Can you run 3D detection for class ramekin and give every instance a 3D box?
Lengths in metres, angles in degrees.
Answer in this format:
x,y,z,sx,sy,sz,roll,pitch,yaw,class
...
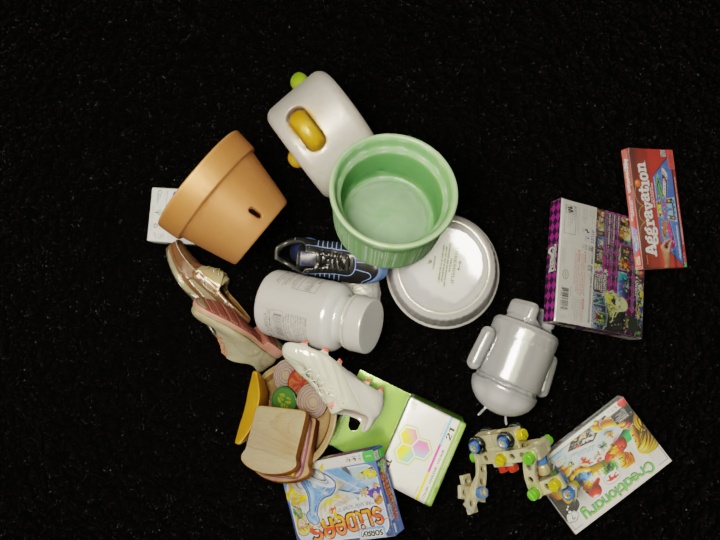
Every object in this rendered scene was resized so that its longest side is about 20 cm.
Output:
x,y,z,sx,sy,sz,roll,pitch,yaw,class
0.139,-0.003,1.128,0.199,0.094,0.206,-1,84,6,ramekin
0.047,-0.102,1.039,0.196,0.098,0.203,2,64,-4,ramekin

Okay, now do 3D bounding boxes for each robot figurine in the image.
x,y,z,sx,sy,sz,roll,pitch,yaw,class
0.251,0.151,1.092,0.168,0.113,0.203,22,87,-19,robot figurine

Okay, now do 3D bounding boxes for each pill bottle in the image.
x,y,z,sx,sy,sz,roll,pitch,yaw,class
-0.067,0.071,1.105,0.197,0.114,0.116,11,86,27,pill bottle

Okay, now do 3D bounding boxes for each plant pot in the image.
x,y,z,sx,sy,sz,roll,pitch,yaw,class
-0.215,-0.106,1.097,0.140,0.200,0.201,41,90,-8,plant pot

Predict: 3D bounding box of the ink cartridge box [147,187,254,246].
x,y,z,sx,sy,sz,roll,pitch,yaw,class
-0.284,-0.094,1.209,0.196,0.039,0.101,5,85,8,ink cartridge box

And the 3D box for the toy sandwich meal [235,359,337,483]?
x,y,z,sx,sy,sz,roll,pitch,yaw,class
-0.131,0.248,1.116,0.202,0.070,0.209,-9,69,22,toy sandwich meal

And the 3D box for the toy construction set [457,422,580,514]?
x,y,z,sx,sy,sz,roll,pitch,yaw,class
0.241,0.321,1.076,0.198,0.092,0.133,-25,89,32,toy construction set

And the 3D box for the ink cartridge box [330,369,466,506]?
x,y,z,sx,sy,sz,roll,pitch,yaw,class
0.057,0.277,1.119,0.198,0.076,0.150,24,87,6,ink cartridge box

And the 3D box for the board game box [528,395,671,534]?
x,y,z,sx,sy,sz,roll,pitch,yaw,class
0.392,0.320,1.102,0.199,0.035,0.127,-38,82,2,board game box

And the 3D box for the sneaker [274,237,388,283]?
x,y,z,sx,sy,sz,roll,pitch,yaw,class
-0.052,-0.014,1.096,0.197,0.077,0.071,9,102,33,sneaker

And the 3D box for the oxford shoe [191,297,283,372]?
x,y,z,sx,sy,sz,roll,pitch,yaw,class
-0.214,0.116,1.119,0.074,0.071,0.200,-47,126,4,oxford shoe

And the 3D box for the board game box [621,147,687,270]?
x,y,z,sx,sy,sz,roll,pitch,yaw,class
0.493,-0.103,1.117,0.101,0.019,0.204,-2,84,-22,board game box

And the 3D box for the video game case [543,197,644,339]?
x,y,z,sx,sy,sz,roll,pitch,yaw,class
0.384,0.000,1.086,0.178,0.036,0.204,10,78,-20,video game case

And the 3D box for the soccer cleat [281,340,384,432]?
x,y,z,sx,sy,sz,roll,pitch,yaw,class
-0.047,0.185,1.075,0.199,0.069,0.078,35,62,-14,soccer cleat

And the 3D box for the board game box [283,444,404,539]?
x,y,z,sx,sy,sz,roll,pitch,yaw,class
-0.035,0.374,1.099,0.198,0.034,0.138,-21,81,30,board game box

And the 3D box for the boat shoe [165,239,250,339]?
x,y,z,sx,sy,sz,roll,pitch,yaw,class
-0.264,0.029,1.178,0.073,0.076,0.201,-34,92,5,boat shoe

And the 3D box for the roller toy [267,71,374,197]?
x,y,z,sx,sy,sz,roll,pitch,yaw,class
-0.064,-0.223,1.123,0.139,0.200,0.183,-38,126,2,roller toy

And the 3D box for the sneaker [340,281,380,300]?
x,y,z,sx,sy,sz,roll,pitch,yaw,class
0.000,0.000,1.150,0.075,0.081,0.204,3,86,4,sneaker
